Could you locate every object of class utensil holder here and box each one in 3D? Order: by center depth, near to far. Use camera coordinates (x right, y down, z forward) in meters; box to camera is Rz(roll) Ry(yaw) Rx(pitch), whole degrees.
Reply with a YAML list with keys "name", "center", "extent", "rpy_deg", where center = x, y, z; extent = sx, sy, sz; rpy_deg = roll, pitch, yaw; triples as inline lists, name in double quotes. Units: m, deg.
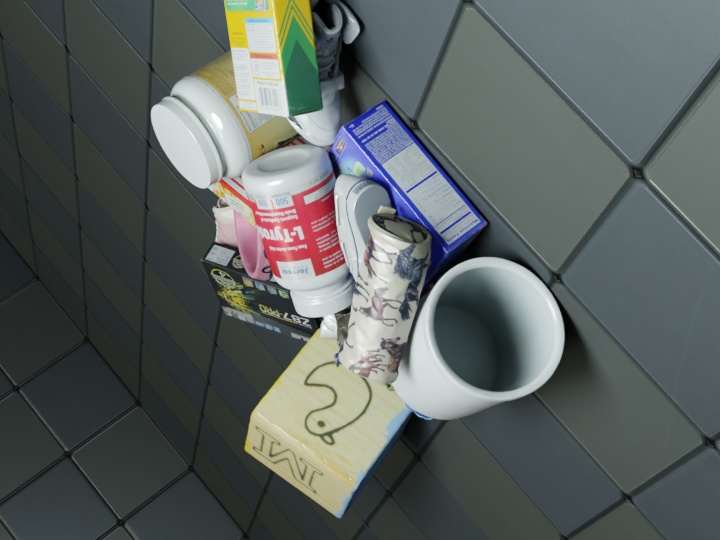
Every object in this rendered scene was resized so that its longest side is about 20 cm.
- name: "utensil holder"
  center: [0.132, 0.090, 1.498]
  extent: [0.170, 0.170, 0.200]
  rpy_deg: [53, 160, 3]

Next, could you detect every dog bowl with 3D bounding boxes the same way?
- name: "dog bowl"
  center: [-0.134, -0.075, 1.781]
  extent: [0.200, 0.074, 0.200]
  rpy_deg: [171, 90, -74]

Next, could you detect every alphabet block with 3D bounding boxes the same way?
- name: "alphabet block"
  center: [-0.049, 0.248, 1.974]
  extent: [0.200, 0.195, 0.196]
  rpy_deg: [34, 152, 8]

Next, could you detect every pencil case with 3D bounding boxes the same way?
- name: "pencil case"
  center: [0.026, 0.030, 1.439]
  extent: [0.089, 0.078, 0.200]
  rpy_deg: [38, 123, 46]

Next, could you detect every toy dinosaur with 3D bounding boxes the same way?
- name: "toy dinosaur"
  center: [-0.035, 0.016, 1.687]
  extent: [0.102, 0.077, 0.200]
  rpy_deg: [16, 139, 27]

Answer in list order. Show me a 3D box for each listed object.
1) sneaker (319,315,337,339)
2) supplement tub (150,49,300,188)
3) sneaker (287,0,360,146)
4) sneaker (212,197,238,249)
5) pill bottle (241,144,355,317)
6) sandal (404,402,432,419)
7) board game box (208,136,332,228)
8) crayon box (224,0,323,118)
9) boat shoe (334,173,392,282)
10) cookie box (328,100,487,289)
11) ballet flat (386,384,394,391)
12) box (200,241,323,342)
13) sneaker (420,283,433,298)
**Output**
- name: "sneaker"
  center: [-0.008, 0.083, 1.823]
  extent: [0.200, 0.099, 0.078]
  rpy_deg: [48, 171, 20]
- name: "supplement tub"
  center: [-0.153, -0.207, 1.573]
  extent: [0.144, 0.200, 0.144]
  rpy_deg: [42, 155, 26]
- name: "sneaker"
  center: [-0.050, -0.246, 1.457]
  extent: [0.115, 0.075, 0.200]
  rpy_deg: [4, 112, 61]
- name: "sneaker"
  center: [-0.207, -0.076, 2.016]
  extent: [0.105, 0.075, 0.200]
  rpy_deg: [54, 150, -11]
- name: "pill bottle"
  center: [-0.069, -0.048, 1.539]
  extent: [0.112, 0.112, 0.200]
  rpy_deg: [20, 133, 53]
- name: "sandal"
  center: [0.093, 0.159, 1.673]
  extent: [0.079, 0.087, 0.200]
  rpy_deg: [38, 180, 23]
- name: "board game box"
  center: [-0.134, -0.149, 1.683]
  extent: [0.200, 0.151, 0.046]
  rpy_deg: [38, 152, 31]
- name: "crayon box"
  center: [-0.105, -0.282, 1.410]
  extent: [0.126, 0.052, 0.200]
  rpy_deg: [18, 120, 57]
- name: "boat shoe"
  center: [0.012, -0.031, 1.496]
  extent: [0.065, 0.074, 0.200]
  rpy_deg: [35, 142, 46]
- name: "cookie box"
  center: [0.046, -0.084, 1.528]
  extent: [0.200, 0.075, 0.171]
  rpy_deg: [51, 156, 7]
- name: "ballet flat"
  center: [0.005, 0.106, 1.881]
  extent: [0.200, 0.071, 0.071]
  rpy_deg: [47, 156, 17]
- name: "box"
  center: [-0.149, 0.040, 2.005]
  extent: [0.200, 0.049, 0.161]
  rpy_deg: [18, 151, 22]
- name: "sneaker"
  center: [0.044, 0.015, 1.660]
  extent: [0.200, 0.082, 0.077]
  rpy_deg: [52, 157, 5]
